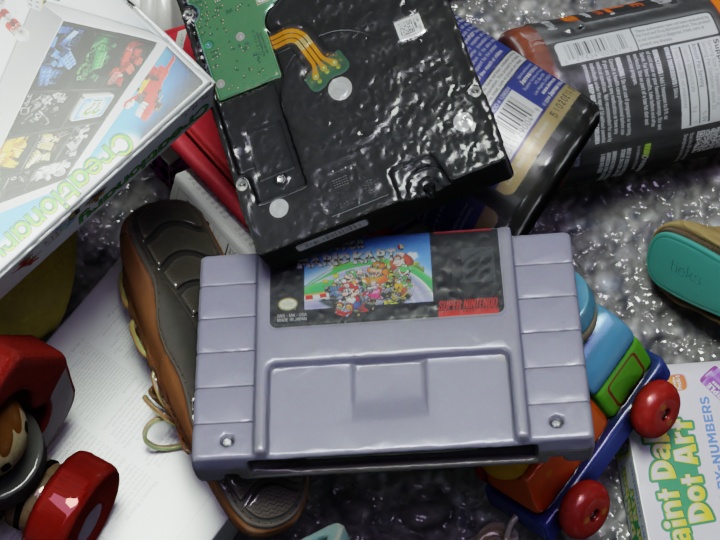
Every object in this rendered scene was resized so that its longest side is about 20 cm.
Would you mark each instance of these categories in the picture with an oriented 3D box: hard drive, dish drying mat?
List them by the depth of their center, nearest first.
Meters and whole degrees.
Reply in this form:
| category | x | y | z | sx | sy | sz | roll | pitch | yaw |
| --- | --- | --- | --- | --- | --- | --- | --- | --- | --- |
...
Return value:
| category | x | y | z | sx | sy | sz | roll | pitch | yaw |
| --- | --- | --- | --- | --- | --- | --- | --- | --- | --- |
| hard drive | -0.016 | -0.116 | 0.841 | 0.139 | 0.038 | 0.201 | -22 | 72 | 6 |
| dish drying mat | -0.067 | -0.073 | 0.932 | 0.077 | 0.018 | 0.200 | -24 | 60 | -38 |

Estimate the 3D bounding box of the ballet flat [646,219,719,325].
| category | x | y | z | sx | sy | sz | roll | pitch | yaw |
| --- | --- | --- | --- | --- | --- | --- | --- | --- | --- |
| ballet flat | 0.252 | 0.021 | 0.934 | 0.063 | 0.069 | 0.200 | -4 | 31 | -33 |

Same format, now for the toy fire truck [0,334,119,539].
| category | x | y | z | sx | sy | sz | roll | pitch | yaw |
| --- | --- | --- | --- | --- | --- | --- | --- | --- | --- |
| toy fire truck | -0.205 | 0.116 | 0.782 | 0.112 | 0.168 | 0.201 | 27 | 66 | 9 |

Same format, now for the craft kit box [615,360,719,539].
| category | x | y | z | sx | sy | sz | roll | pitch | yaw |
| --- | --- | --- | --- | --- | --- | --- | --- | --- | --- |
| craft kit box | 0.255 | 0.147 | 0.920 | 0.196 | 0.049 | 0.201 | -6 | 64 | -3 |

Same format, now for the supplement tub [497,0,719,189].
| category | x | y | z | sx | sy | sz | roll | pitch | yaw |
| --- | --- | --- | --- | --- | --- | --- | --- | --- | --- |
| supplement tub | 0.190 | -0.120 | 1.014 | 0.198 | 0.107 | 0.108 | -13 | 65 | -10 |

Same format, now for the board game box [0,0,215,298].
| category | x | y | z | sx | sy | sz | roll | pitch | yaw |
| --- | --- | --- | --- | --- | --- | --- | --- | --- | --- |
| board game box | -0.185 | -0.067 | 0.789 | 0.126 | 0.035 | 0.200 | 44 | 72 | 7 |

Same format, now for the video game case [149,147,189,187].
| category | x | y | z | sx | sy | sz | roll | pitch | yaw |
| --- | --- | --- | --- | --- | --- | --- | --- | --- | --- |
| video game case | -0.111 | -0.178 | 1.065 | 0.200 | 0.036 | 0.181 | -39 | 73 | -20 |

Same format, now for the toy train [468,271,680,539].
| category | x | y | z | sx | sy | sz | roll | pitch | yaw |
| --- | --- | --- | --- | --- | --- | --- | --- | --- | --- |
| toy train | 0.082 | 0.101 | 0.873 | 0.084 | 0.116 | 0.200 | 28 | 75 | 42 |

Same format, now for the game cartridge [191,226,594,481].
| category | x | y | z | sx | sy | sz | roll | pitch | yaw |
| --- | --- | --- | --- | --- | --- | --- | --- | --- | --- |
| game cartridge | 0.014 | 0.040 | 0.814 | 0.198 | 0.038 | 0.130 | -4 | 59 | 3 |

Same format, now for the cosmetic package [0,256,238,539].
| category | x | y | z | sx | sy | sz | roll | pitch | yaw |
| --- | --- | --- | --- | --- | --- | --- | --- | --- | --- |
| cosmetic package | -0.137 | 0.111 | 0.910 | 0.150 | 0.052 | 0.200 | 33 | 66 | 14 |

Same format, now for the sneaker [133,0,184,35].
| category | x | y | z | sx | sy | sz | roll | pitch | yaw |
| --- | --- | --- | --- | --- | --- | --- | --- | --- | --- |
| sneaker | -0.152 | -0.233 | 1.034 | 0.088 | 0.075 | 0.201 | -1 | 64 | 9 |

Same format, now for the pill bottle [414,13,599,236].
| category | x | y | z | sx | sy | sz | roll | pitch | yaw |
| --- | --- | --- | --- | --- | --- | --- | --- | --- | --- |
| pill bottle | 0.027 | -0.099 | 0.914 | 0.199 | 0.112 | 0.112 | 33 | 66 | 6 |

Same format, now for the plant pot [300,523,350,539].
| category | x | y | z | sx | sy | sz | roll | pitch | yaw |
| --- | --- | --- | --- | --- | --- | --- | --- | --- | --- |
| plant pot | -0.054 | 0.271 | 0.739 | 0.195 | 0.196 | 0.201 | -29 | 95 | 9 |

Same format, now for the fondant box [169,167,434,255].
| category | x | y | z | sx | sy | sz | roll | pitch | yaw |
| --- | --- | --- | --- | --- | --- | --- | --- | --- | --- |
| fondant box | 0.000 | 0.000 | 0.942 | 0.144 | 0.058 | 0.200 | -27 | 64 | -35 |

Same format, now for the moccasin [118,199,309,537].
| category | x | y | z | sx | sy | sz | roll | pitch | yaw |
| --- | --- | --- | --- | --- | --- | --- | --- | --- | --- |
| moccasin | -0.087 | 0.058 | 0.878 | 0.073 | 0.078 | 0.202 | -18 | 62 | -30 |

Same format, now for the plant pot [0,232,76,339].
| category | x | y | z | sx | sy | sz | roll | pitch | yaw |
| --- | --- | --- | --- | --- | --- | --- | --- | --- | --- |
| plant pot | -0.245 | -0.016 | 0.908 | 0.141 | 0.200 | 0.201 | 2 | 60 | -30 |
